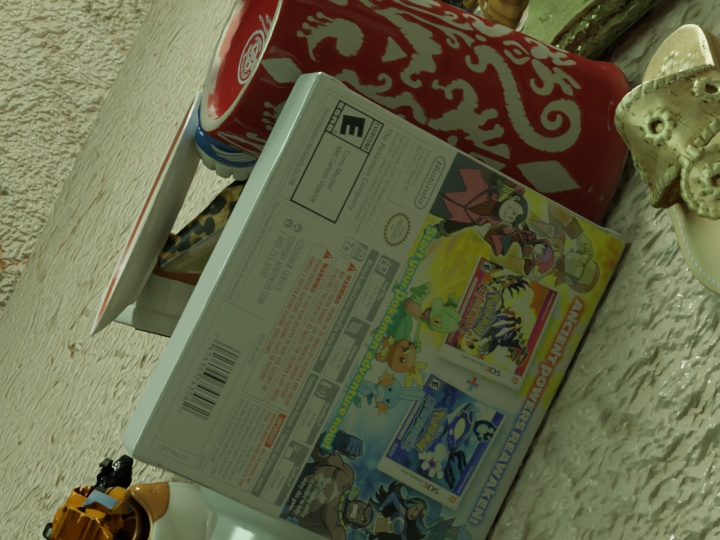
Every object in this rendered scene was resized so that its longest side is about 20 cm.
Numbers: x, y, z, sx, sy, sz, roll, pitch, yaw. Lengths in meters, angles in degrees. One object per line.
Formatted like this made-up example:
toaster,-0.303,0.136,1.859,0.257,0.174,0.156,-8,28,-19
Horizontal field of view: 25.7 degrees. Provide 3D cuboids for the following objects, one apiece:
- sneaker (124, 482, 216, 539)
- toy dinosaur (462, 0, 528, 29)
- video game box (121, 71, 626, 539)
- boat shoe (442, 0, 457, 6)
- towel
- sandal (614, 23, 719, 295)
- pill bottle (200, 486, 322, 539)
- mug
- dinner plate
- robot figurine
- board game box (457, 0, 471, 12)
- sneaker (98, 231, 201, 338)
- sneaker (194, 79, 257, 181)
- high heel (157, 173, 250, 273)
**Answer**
sneaker,-0.145,0.237,1.030,0.073,0.085,0.200,153,129,-64
toy dinosaur,0.098,-0.197,1.015,0.200,0.060,0.106,90,-176,-62
video game box,0.009,0.033,0.767,0.200,0.182,0.047,-63,16,-3
boat shoe,0.025,-0.159,1.062,0.200,0.075,0.062,-67,8,-15
towel,0.156,-0.193,0.919,0.200,0.036,0.149,-46,23,50
sandal,0.142,-0.062,0.712,0.078,0.070,0.212,-54,19,26
pill bottle,-0.023,0.107,0.866,0.200,0.114,0.114,-67,18,-14
mug,0.017,-0.084,0.860,0.177,0.200,0.134,-10,61,66
dinner plate,-0.154,-0.039,1.177,0.200,0.024,0.200,-61,11,21
robot figurine,-0.224,0.228,1.291,0.145,0.058,0.200,-63,-4,3
board game box,0.033,-0.180,1.276,0.200,0.032,0.120,-26,36,63
sneaker,-0.164,0.011,1.304,0.200,0.073,0.085,-176,99,-68
sneaker,-0.023,-0.134,1.110,0.079,0.200,0.089,52,156,34
high heel,-0.090,-0.078,1.160,0.200,0.143,0.071,-28,-28,-26
